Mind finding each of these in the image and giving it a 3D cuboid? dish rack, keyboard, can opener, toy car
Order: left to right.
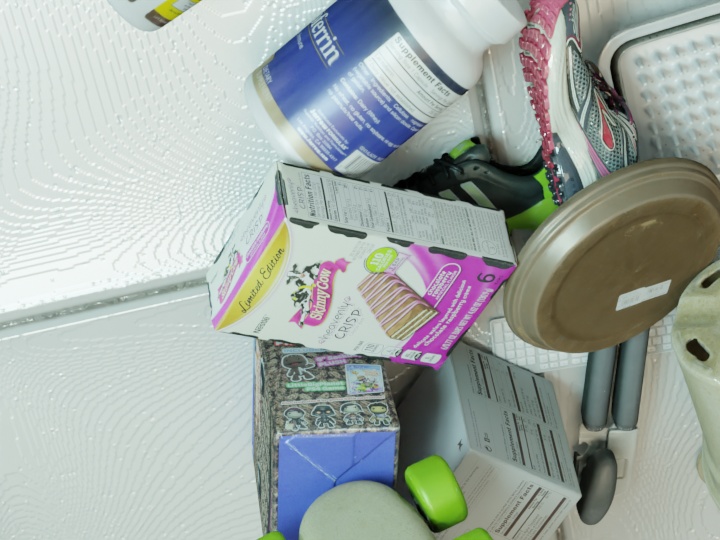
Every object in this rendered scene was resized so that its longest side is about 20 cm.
[{"bbox_3d":[0.027,0.268,1.487,0.163,0.158,0.201,-24,132,-7],"label":"toy car"},{"bbox_3d":[0.209,0.051,1.683,0.198,0.011,0.057,-9,120,-1],"label":"keyboard"},{"bbox_3d":[0.216,0.124,1.691,0.052,0.067,0.201,-2,121,-7],"label":"can opener"},{"bbox_3d":[0.280,-0.125,1.572,0.170,0.044,0.201,-16,120,4],"label":"dish rack"}]

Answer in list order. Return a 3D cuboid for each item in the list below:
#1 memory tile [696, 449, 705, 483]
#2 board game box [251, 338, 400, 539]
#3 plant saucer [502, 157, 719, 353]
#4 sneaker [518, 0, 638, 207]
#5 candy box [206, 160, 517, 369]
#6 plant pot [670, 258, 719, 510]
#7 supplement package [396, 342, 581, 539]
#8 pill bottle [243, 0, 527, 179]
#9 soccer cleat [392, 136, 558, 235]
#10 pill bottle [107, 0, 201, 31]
[{"bbox_3d":[0.404,0.200,1.785,0.153,0.017,0.200,-30,118,11],"label":"memory tile"},{"bbox_3d":[-0.032,0.138,1.595,0.096,0.200,0.161,-2,119,-7],"label":"board game box"},{"bbox_3d":[0.204,-0.004,1.547,0.199,0.030,0.201,-21,143,-17],"label":"plant saucer"},{"bbox_3d":[0.169,-0.124,1.509,0.074,0.081,0.201,-18,122,-2],"label":"sneaker"},{"bbox_3d":[0.000,0.000,1.506,0.199,0.061,0.137,11,136,-25],"label":"candy box"},{"bbox_3d":[0.339,0.087,1.586,0.199,0.201,0.184,-28,133,10],"label":"plant pot"},{"bbox_3d":[0.075,0.190,1.657,0.110,0.156,0.201,24,118,-20],"label":"supplement package"},{"bbox_3d":[0.020,-0.158,1.482,0.200,0.116,0.116,-38,117,14],"label":"pill bottle"},{"bbox_3d":[0.066,-0.063,1.577,0.198,0.068,0.082,-6,111,-10],"label":"soccer cleat"},{"bbox_3d":[-0.102,-0.266,1.411,0.199,0.110,0.109,-32,118,12],"label":"pill bottle"}]
